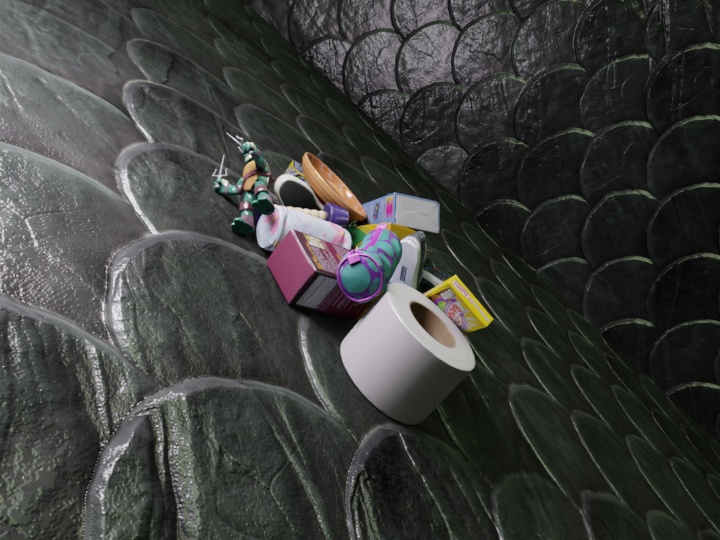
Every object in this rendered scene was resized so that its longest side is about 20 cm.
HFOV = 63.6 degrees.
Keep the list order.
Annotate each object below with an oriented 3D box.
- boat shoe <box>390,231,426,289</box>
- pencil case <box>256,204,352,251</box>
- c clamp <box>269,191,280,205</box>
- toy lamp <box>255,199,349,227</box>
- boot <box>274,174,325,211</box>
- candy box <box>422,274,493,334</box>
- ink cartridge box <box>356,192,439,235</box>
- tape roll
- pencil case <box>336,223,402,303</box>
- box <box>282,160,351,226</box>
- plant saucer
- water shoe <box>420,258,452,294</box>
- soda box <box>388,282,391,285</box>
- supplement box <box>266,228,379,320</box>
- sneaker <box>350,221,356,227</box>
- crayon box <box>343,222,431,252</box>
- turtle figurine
[{"bbox_3d":[0.101,0.007,1.241,0.071,0.203,0.068,27,41,26],"label":"boat shoe"},{"bbox_3d":[-0.109,-0.062,1.145,0.082,0.093,0.198,-4,-16,45],"label":"pencil case"},{"bbox_3d":[-0.158,-0.113,1.255,0.198,0.027,0.172,35,21,-19],"label":"c clamp"},{"bbox_3d":[-0.117,-0.119,1.201,0.196,0.059,0.059,6,35,-29],"label":"toy lamp"},{"bbox_3d":[-0.136,-0.168,1.303,0.199,0.072,0.145,39,12,-45],"label":"boot"},{"bbox_3d":[0.166,0.076,1.088,0.102,0.026,0.200,47,-20,1],"label":"candy box"},{"bbox_3d":[0.078,-0.121,1.394,0.134,0.078,0.199,8,-11,-31],"label":"ink cartridge box"},{"bbox_3d":[0.082,0.141,1.007,0.201,0.140,0.204,35,21,-15],"label":"tape roll"},{"bbox_3d":[0.022,-0.016,1.043,0.200,0.083,0.095,-52,136,-69],"label":"pencil case"},{"bbox_3d":[-0.104,-0.180,1.431,0.198,0.070,0.065,34,21,-20],"label":"box"},{"bbox_3d":[-0.065,-0.184,1.327,0.200,0.037,0.201,46,12,-12],"label":"plant saucer"},{"bbox_3d":[0.156,0.027,1.390,0.070,0.081,0.199,-6,27,-32],"label":"water shoe"},{"bbox_3d":[0.057,0.074,1.206,0.199,0.068,0.064,43,19,4],"label":"soda box"},{"bbox_3d":[-0.063,0.012,1.083,0.198,0.086,0.111,18,30,-49],"label":"supplement box"},{"bbox_3d":[0.049,-0.057,1.485,0.199,0.074,0.080,38,31,6],"label":"sneaker"},{"bbox_3d":[0.051,-0.068,1.324,0.197,0.052,0.126,-2,-9,40],"label":"crayon box"},{"bbox_3d":[-0.213,-0.177,1.105,0.099,0.150,0.203,7,50,-30],"label":"turtle figurine"}]
